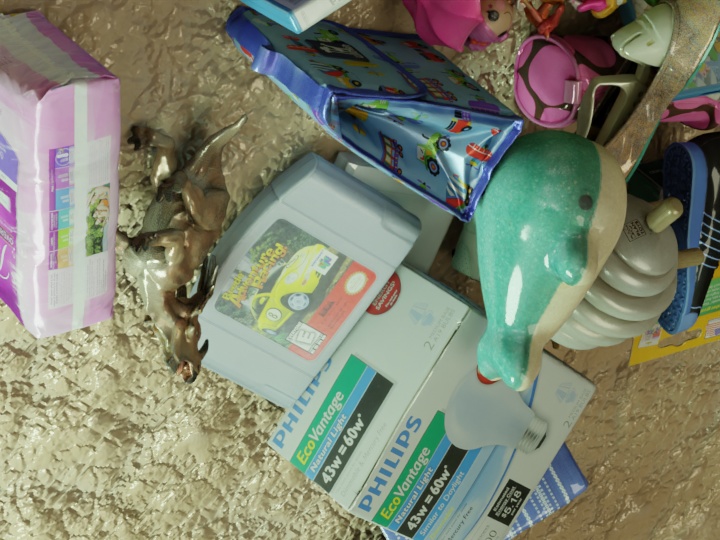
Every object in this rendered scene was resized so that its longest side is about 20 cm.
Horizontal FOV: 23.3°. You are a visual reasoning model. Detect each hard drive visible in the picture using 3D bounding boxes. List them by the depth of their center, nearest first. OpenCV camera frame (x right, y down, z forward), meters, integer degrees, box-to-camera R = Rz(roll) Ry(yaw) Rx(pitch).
[{"bbox_3d":[0.000,0.000,1.485,0.131,0.026,0.201,6,117,-38],"label":"hard drive"}]

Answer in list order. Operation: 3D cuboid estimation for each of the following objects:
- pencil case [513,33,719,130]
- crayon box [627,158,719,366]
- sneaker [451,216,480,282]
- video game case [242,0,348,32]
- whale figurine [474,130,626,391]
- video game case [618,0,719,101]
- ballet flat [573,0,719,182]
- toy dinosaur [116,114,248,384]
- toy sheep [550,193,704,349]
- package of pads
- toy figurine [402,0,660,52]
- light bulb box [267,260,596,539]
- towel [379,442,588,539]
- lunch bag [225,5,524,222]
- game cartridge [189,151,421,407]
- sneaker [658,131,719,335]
[{"bbox_3d":[0.230,-0.159,1.482,0.199,0.094,0.091,-4,124,-32],"label":"pencil case"},{"bbox_3d":[0.307,-0.016,1.671,0.125,0.052,0.201,-13,127,-26],"label":"crayon box"},{"bbox_3d":[0.166,-0.024,1.550,0.199,0.074,0.119,12,110,-32],"label":"sneaker"},{"bbox_3d":[0.010,-0.239,1.225,0.199,0.143,0.018,-34,119,-9],"label":"video game case"},{"bbox_3d":[0.125,-0.013,1.344,0.103,0.159,0.202,21,91,-19],"label":"whale figurine"},{"bbox_3d":[0.304,-0.223,1.476,0.199,0.018,0.144,-12,83,-28],"label":"video game case"},{"bbox_3d":[0.219,-0.152,1.376,0.067,0.068,0.201,16,115,-22],"label":"ballet flat"},{"bbox_3d":[-0.135,-0.029,1.334,0.135,0.086,0.201,28,91,-52],"label":"toy dinosaur"},{"bbox_3d":[0.205,-0.004,1.450,0.137,0.139,0.200,-2,146,-34],"label":"toy sheep"},{"bbox_3d":[-0.223,-0.068,1.211,0.075,0.120,0.201,-17,129,-31],"label":"package of pads"},{"bbox_3d":[0.121,-0.231,1.345,0.183,0.151,0.200,-30,145,4],"label":"toy figurine"},{"bbox_3d":[0.063,0.122,1.495,0.199,0.125,0.199,30,92,-45],"label":"light bulb box"},{"bbox_3d":[0.101,0.190,1.634,0.199,0.146,0.024,-29,176,-13],"label":"towel"},{"bbox_3d":[-0.005,-0.130,1.297,0.199,0.151,0.095,14,112,-41],"label":"lunch bag"},{"bbox_3d":[-0.057,0.008,1.419,0.133,0.041,0.201,30,106,-24],"label":"game cartridge"},{"bbox_3d":[0.312,-0.033,1.578,0.077,0.070,0.201,-13,127,-20],"label":"sneaker"}]
